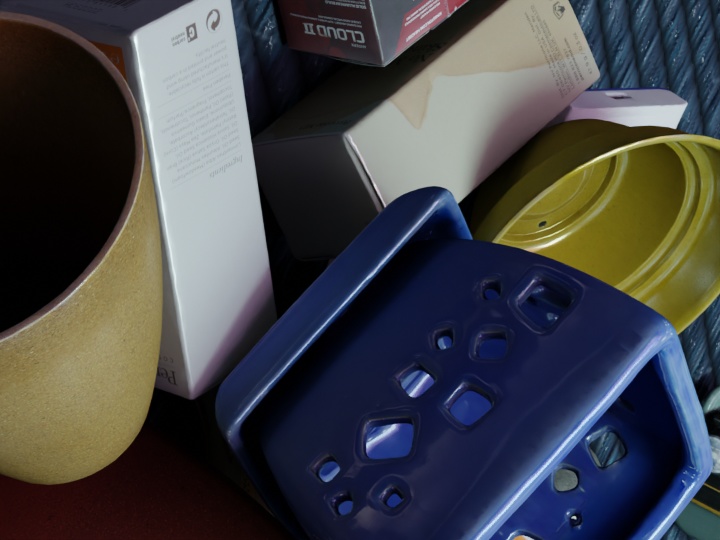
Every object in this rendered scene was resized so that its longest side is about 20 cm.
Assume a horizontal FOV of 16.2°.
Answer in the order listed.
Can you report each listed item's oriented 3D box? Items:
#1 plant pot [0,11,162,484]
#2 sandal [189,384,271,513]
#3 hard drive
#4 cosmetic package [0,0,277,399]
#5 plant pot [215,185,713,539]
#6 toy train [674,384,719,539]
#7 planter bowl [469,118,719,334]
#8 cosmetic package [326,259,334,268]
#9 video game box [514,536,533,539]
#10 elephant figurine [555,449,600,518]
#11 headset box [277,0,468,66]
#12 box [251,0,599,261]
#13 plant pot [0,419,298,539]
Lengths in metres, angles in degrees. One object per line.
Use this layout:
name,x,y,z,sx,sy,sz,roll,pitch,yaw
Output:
plant pot,-0.167,0.012,1.185,0.187,0.186,0.200,-57,155,-22
sandal,-0.059,0.075,1.407,0.080,0.054,0.201,-7,93,-57
hard drive,0.123,-0.021,1.594,0.132,0.025,0.201,-7,127,-51
cosmetic package,-0.111,-0.047,1.277,0.071,0.101,0.201,-33,125,-41
plant pot,0.047,0.088,1.307,0.200,0.180,0.200,-47,151,-11
toy train,0.307,0.133,1.900,0.200,0.085,0.114,-21,129,-49
planter bowl,0.127,-0.027,1.482,0.200,0.084,0.201,-19,140,-17
cosmetic package,-0.010,0.093,1.470,0.082,0.051,0.201,8,104,-55
video game box,0.056,0.229,1.496,0.182,0.047,0.200,-44,137,5
elephant figurine,0.065,0.191,1.574,0.200,0.141,0.156,-21,90,-30
headset box,0.014,-0.219,1.401,0.149,0.075,0.201,-41,131,-37
box,0.037,-0.090,1.448,0.200,0.095,0.078,-42,114,-38
plant pot,-0.108,0.213,1.305,0.200,0.176,0.200,-45,133,-34
